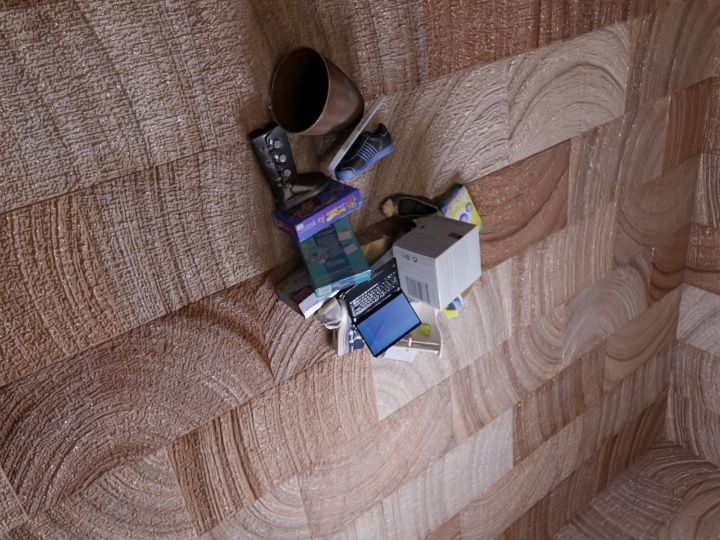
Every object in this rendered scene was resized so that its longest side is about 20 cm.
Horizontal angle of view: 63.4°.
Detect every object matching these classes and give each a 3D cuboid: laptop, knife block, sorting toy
[{"bbox_3d":[0.065,0.103,1.586,0.175,0.103,0.203,-34,141,-16],"label":"laptop"},{"bbox_3d":[0.000,0.000,1.664,0.196,0.063,0.181,-21,120,-30],"label":"knife block"},{"bbox_3d":[0.147,0.147,1.723,0.193,0.107,0.187,7,97,-7],"label":"sorting toy"}]

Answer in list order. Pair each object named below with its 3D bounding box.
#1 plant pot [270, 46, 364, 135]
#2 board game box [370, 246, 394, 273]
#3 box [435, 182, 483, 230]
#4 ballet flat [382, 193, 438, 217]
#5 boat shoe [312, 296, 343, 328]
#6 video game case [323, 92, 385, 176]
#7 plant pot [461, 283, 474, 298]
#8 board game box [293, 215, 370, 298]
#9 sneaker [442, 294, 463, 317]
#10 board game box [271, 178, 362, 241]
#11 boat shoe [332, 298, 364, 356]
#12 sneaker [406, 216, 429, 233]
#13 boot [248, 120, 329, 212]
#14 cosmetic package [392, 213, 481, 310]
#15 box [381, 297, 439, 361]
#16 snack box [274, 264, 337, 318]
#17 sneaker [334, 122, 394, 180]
[{"bbox_3d":[-0.083,-0.405,1.387,0.197,0.183,0.193,-1,109,-54],"label":"plant pot"},{"bbox_3d":[0.070,0.048,1.696,0.199,0.043,0.203,-41,146,-30],"label":"board game box"},{"bbox_3d":[0.317,-0.159,1.849,0.117,0.048,0.202,-44,126,-15],"label":"box"},{"bbox_3d":[0.146,-0.188,1.706,0.195,0.056,0.069,-9,112,-35],"label":"ballet flat"},{"bbox_3d":[-0.082,0.125,1.570,0.070,0.200,0.070,-38,88,-10],"label":"boat shoe"},{"bbox_3d":[-0.015,-0.337,1.450,0.018,0.143,0.203,36,65,-8],"label":"video game case"},{"bbox_3d":[0.327,0.019,1.946,0.195,0.027,0.207,-14,115,-33],"label":"plant pot"},{"bbox_3d":[-0.077,-0.048,1.481,0.146,0.204,0.047,-18,152,-12],"label":"board game box"},{"bbox_3d":[0.268,0.043,1.860,0.081,0.073,0.205,-32,101,-40],"label":"sneaker"},{"bbox_3d":[-0.110,-0.157,1.472,0.197,0.133,0.046,-32,124,-22],"label":"board game box"},{"bbox_3d":[-0.029,0.155,1.672,0.090,0.076,0.204,-11,134,-19],"label":"boat shoe"},{"bbox_3d":[0.197,-0.071,1.772,0.089,0.078,0.205,-27,129,-29],"label":"sneaker"},{"bbox_3d":[-0.170,-0.273,1.433,0.163,0.065,0.205,-35,121,-24],"label":"boot"},{"bbox_3d":[0.218,-0.029,1.640,0.198,0.162,0.170,-36,128,-33],"label":"cosmetic package"},{"bbox_3d":[0.154,0.186,1.842,0.153,0.041,0.205,16,104,-47],"label":"box"},{"bbox_3d":[-0.112,0.024,1.534,0.198,0.141,0.054,-39,124,-20],"label":"snack box"},{"bbox_3d":[0.002,-0.315,1.546,0.198,0.069,0.080,-38,116,-23],"label":"sneaker"}]
